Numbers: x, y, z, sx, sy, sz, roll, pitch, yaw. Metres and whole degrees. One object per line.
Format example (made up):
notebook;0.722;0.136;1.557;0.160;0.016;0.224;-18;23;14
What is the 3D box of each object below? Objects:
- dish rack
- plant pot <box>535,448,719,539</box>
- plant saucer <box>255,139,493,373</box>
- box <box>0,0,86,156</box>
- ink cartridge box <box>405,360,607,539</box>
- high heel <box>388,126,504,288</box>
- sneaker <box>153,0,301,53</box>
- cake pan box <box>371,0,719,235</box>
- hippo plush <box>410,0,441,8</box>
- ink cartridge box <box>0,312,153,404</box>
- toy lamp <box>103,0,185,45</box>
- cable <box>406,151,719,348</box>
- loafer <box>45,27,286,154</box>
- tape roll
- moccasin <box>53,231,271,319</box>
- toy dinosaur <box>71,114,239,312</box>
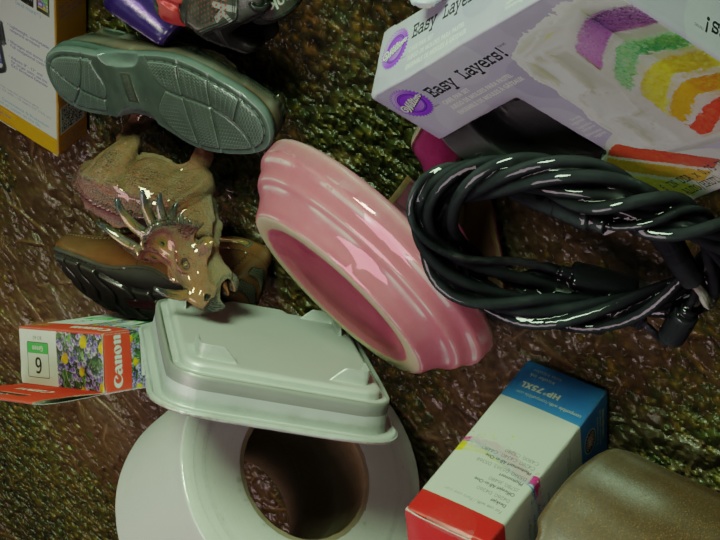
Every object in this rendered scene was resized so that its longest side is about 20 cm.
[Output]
dish rack;-0.065;0.059;1.218;0.170;0.200;0.044;10;102;-12
plant pot;0.213;0.228;1.139;0.197;0.200;0.202;28;141;33
plant saucer;0.000;0.000;1.176;0.200;0.051;0.201;42;168;11
box;-0.260;-0.193;1.320;0.118;0.041;0.201;32;139;18
ink cartridge box;0.091;0.171;1.184;0.067;0.200;0.117;21;137;29
high heel;0.077;-0.059;1.103;0.096;0.068;0.200;33;150;6
sneaker;-0.071;-0.210;1.090;0.098;0.071;0.201;37;145;12
cake pan box;0.129;-0.101;0.952;0.183;0.053;0.199;30;151;-25
hippo plush;0.015;-0.241;0.920;0.160;0.200;0.160;27;112;-6
ink cartridge box;-0.209;0.065;1.383;0.108;0.199;0.051;2;96;42
toy lamp;-0.189;-0.239;1.194;0.200;0.058;0.058;50;144;-1
cable;0.122;-0.012;1.021;0.198;0.051;0.163;20;155;-10
loafer;-0.130;-0.137;1.232;0.198;0.063;0.072;17;135;28
tape roll;-0.072;0.174;1.348;0.203;0.203;0.139;48;143;-4
moccasin;-0.157;-0.008;1.372;0.200;0.078;0.074;2;141;39
toy dinosaur;-0.157;-0.053;1.269;0.199;0.136;0.086;16;135;35
